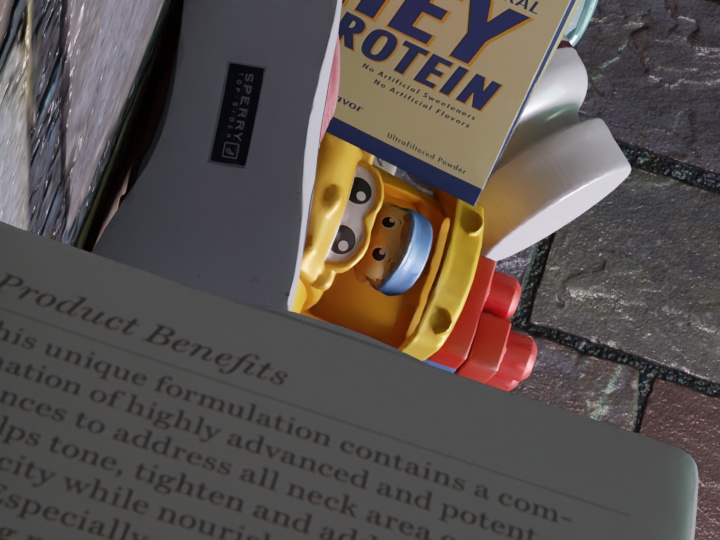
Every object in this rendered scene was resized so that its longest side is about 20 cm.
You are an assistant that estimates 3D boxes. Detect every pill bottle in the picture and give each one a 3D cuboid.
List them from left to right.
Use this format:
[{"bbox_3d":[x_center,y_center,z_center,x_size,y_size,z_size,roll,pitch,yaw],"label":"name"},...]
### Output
[{"bbox_3d":[0.050,-0.111,1.038,0.109,0.200,0.110,-31,171,-5],"label":"pill bottle"}]

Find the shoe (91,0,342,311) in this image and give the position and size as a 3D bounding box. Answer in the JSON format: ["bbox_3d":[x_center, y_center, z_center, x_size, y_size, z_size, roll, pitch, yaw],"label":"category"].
[{"bbox_3d":[-0.047,-0.024,0.700,0.091,0.071,0.201,84,19,-79],"label":"shoe"}]

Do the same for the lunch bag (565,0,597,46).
[{"bbox_3d":[0.067,-0.213,1.214,0.077,0.200,0.161,32,71,-50],"label":"lunch bag"}]

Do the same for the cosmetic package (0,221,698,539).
[{"bbox_3d":[-0.043,0.129,0.387,0.200,0.167,0.167,-71,180,-52],"label":"cosmetic package"}]

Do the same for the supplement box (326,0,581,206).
[{"bbox_3d":[0.048,-0.176,0.811,0.200,0.134,0.200,-62,176,-29],"label":"supplement box"}]

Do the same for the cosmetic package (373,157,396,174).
[{"bbox_3d":[-0.026,-0.078,1.283,0.071,0.105,0.200,108,-2,-65],"label":"cosmetic package"}]

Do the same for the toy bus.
[{"bbox_3d":[0.000,0.000,0.968,0.200,0.192,0.136,107,3,-74],"label":"toy bus"}]
